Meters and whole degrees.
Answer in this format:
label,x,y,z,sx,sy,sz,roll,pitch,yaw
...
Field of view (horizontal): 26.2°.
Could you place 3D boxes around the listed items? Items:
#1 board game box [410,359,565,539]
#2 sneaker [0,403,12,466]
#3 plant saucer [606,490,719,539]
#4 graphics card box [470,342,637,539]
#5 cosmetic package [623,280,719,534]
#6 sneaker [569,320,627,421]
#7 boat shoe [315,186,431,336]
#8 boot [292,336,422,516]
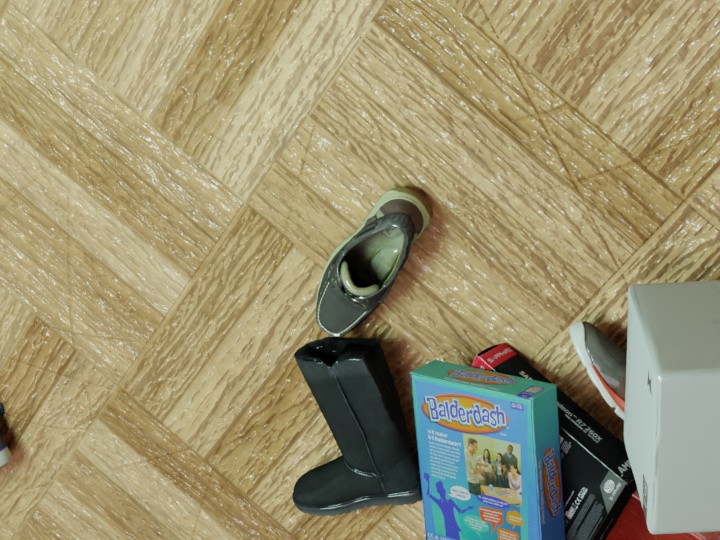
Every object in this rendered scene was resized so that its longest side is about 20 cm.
label,x,y,z,sx,sy,sz,roll,pitch,yaw
board game box,0.128,0.199,1.543,0.152,0.045,0.201,10,114,40
sneaker,-0.533,0.205,1.955,0.200,0.081,0.147,-25,95,38
plant saucer,0.260,0.279,1.609,0.199,0.037,0.200,33,127,8
graphics card box,0.180,0.182,1.555,0.200,0.051,0.126,41,129,25
cosmetic package,0.341,0.115,1.356,0.199,0.165,0.166,-2,117,2
sneaker,0.284,0.114,1.498,0.082,0.077,0.200,-41,95,10
boat shoe,0.001,0.000,1.566,0.072,0.066,0.201,36,128,1
boot,-0.028,0.166,1.654,0.164,0.066,0.201,-12,125,19
